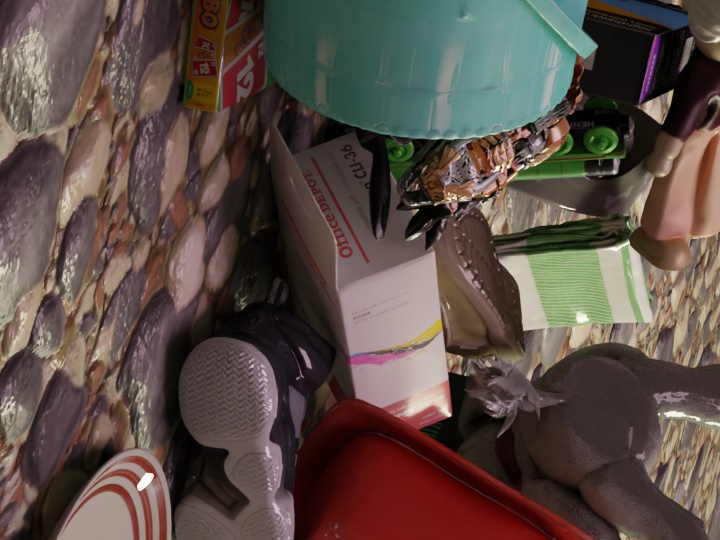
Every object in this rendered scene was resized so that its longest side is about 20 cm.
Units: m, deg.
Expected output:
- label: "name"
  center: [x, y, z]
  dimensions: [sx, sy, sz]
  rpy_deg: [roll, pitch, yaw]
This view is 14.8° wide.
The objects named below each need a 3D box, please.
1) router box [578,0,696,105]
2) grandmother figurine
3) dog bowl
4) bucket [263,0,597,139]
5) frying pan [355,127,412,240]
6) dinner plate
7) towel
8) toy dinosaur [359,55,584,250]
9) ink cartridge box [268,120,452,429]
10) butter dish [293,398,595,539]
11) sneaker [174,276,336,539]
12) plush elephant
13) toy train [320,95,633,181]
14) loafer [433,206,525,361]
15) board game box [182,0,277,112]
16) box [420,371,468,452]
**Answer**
- label: "router box"
  center: [0.113, -0.160, 1.799]
  dimensions: [0.149, 0.199, 0.051]
  rpy_deg: [-27, 130, -67]
- label: "grandmother figurine"
  center: [0.218, -0.103, 1.753]
  dimensions: [0.122, 0.060, 0.201]
  rpy_deg: [-64, 167, -48]
- label: "dog bowl"
  center: [0.112, -0.100, 1.868]
  dimensions: [0.059, 0.199, 0.200]
  rpy_deg: [-65, 166, 16]
- label: "bucket"
  center: [0.038, -0.173, 1.502]
  dimensions: [0.207, 0.206, 0.136]
  rpy_deg: [-52, 154, -52]
- label: "frying pan"
  center: [0.015, -0.096, 1.672]
  dimensions: [0.115, 0.031, 0.191]
  rpy_deg: [37, 50, -66]
- label: "dinner plate"
  center: [-0.154, 0.194, 1.529]
  dimensions: [0.200, 0.024, 0.202]
  rpy_deg: [14, 90, -72]
- label: "towel"
  center: [0.096, 0.014, 1.889]
  dimensions: [0.153, 0.199, 0.024]
  rpy_deg: [63, 21, -63]
- label: "toy dinosaur"
  center: [0.076, -0.078, 1.581]
  dimensions: [0.199, 0.135, 0.103]
  rpy_deg: [-8, 82, -50]
- label: "ink cartridge box"
  center: [0.000, 0.000, 1.695]
  dimensions: [0.201, 0.067, 0.117]
  rpy_deg: [82, -16, -50]
- label: "butter dish"
  center: [0.018, 0.210, 1.701]
  dimensions: [0.200, 0.199, 0.148]
  rpy_deg: [-57, -178, 47]
- label: "sneaker"
  center: [-0.058, 0.102, 1.670]
  dimensions: [0.114, 0.075, 0.201]
  rpy_deg: [-56, 153, -49]
- label: "plush elephant"
  center: [0.128, 0.130, 1.806]
  dimensions: [0.155, 0.199, 0.166]
  rpy_deg: [-44, -151, 53]
- label: "toy train"
  center: [0.074, -0.077, 1.756]
  dimensions: [0.057, 0.198, 0.042]
  rpy_deg: [82, 8, -45]
- label: "loafer"
  center: [0.060, 0.017, 1.773]
  dimensions: [0.200, 0.068, 0.076]
  rpy_deg: [57, 24, -64]
- label: "board game box"
  center: [-0.048, -0.158, 1.596]
  dimensions: [0.200, 0.030, 0.096]
  rpy_deg: [-40, 140, -66]
- label: "box"
  center: [0.030, 0.186, 1.927]
  dimensions: [0.149, 0.124, 0.200]
  rpy_deg: [86, 24, -43]
